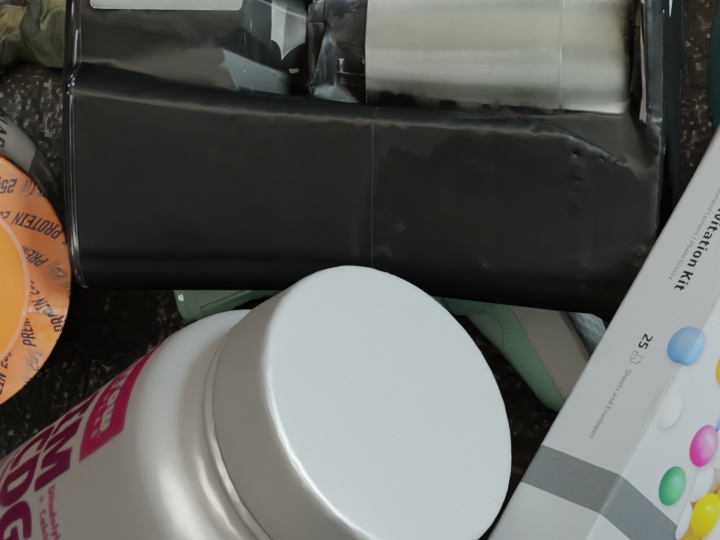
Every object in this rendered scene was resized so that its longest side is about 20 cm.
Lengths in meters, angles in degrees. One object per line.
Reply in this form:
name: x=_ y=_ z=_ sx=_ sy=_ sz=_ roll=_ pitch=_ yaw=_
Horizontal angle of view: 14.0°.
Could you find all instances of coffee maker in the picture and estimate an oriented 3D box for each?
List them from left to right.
coffee maker: x=0.005 y=-0.034 z=0.977 sx=0.199 sy=0.135 sz=0.193 roll=2 pitch=84 yaw=10

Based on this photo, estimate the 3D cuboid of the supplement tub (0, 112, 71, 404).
supplement tub: x=-0.175 y=-0.014 z=1.047 sx=0.122 sy=0.200 sz=0.123 roll=-5 pitch=103 yaw=-22

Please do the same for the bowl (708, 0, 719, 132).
bowl: x=0.217 y=-0.082 z=1.028 sx=0.200 sy=0.105 sz=0.202 roll=-2 pitch=81 yaw=12

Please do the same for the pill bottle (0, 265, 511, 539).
pill bottle: x=-0.049 y=0.082 z=0.947 sx=0.200 sy=0.113 sz=0.114 roll=-35 pitch=73 yaw=43

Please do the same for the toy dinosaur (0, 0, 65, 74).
toy dinosaur: x=-0.082 y=-0.113 z=1.130 sx=0.199 sy=0.047 sz=0.089 roll=2 pitch=100 yaw=10

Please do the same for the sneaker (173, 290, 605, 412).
sneaker: x=0.000 y=0.000 z=1.084 sx=0.118 sy=0.074 sz=0.201 roll=-43 pitch=81 yaw=12

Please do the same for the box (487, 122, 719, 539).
box: x=0.125 y=0.061 z=0.948 sx=0.041 sy=0.156 sz=0.200 roll=18 pitch=73 yaw=43
